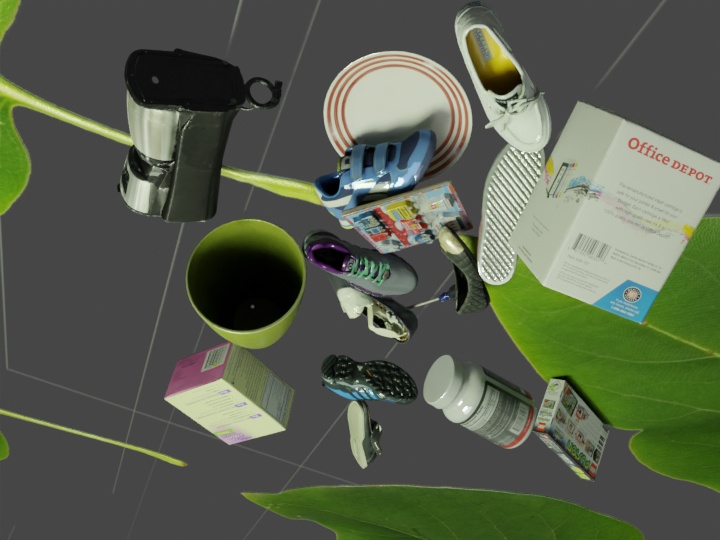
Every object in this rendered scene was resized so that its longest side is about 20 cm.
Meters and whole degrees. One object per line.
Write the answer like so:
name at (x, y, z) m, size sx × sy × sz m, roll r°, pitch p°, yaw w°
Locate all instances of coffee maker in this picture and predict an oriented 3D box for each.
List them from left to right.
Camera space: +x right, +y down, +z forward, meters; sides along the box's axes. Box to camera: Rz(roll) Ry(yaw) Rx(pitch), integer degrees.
coffee maker at (-0.220, -0.165, 0.873) m, size 0.187 × 0.137 × 0.202 m, roll 17°, pitch 139°, yaw -8°

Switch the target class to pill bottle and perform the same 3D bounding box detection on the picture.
pill bottle at (0.222, 0.242, 1.233) m, size 0.197 × 0.118 × 0.116 m, roll 29°, pitch 135°, yaw -19°

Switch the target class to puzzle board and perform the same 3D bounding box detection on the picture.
puzzle board at (0.073, -0.066, 0.920) m, size 0.147 × 0.018 × 0.200 m, roll -14°, pitch 164°, yaw 15°

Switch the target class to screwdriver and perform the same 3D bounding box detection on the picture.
screwdriver at (0.122, 0.055, 1.117) m, size 0.197 × 0.030 × 0.028 m, roll -25°, pitch 145°, yaw 33°

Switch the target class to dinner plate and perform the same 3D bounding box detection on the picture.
dinner plate at (0.049, -0.198, 0.863) m, size 0.194 × 0.025 × 0.203 m, roll 6°, pitch 137°, yaw 5°

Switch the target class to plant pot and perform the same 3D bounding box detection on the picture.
plant pot at (-0.175, 0.050, 1.082) m, size 0.181 × 0.192 × 0.201 m, roll 9°, pitch 153°, yaw 2°

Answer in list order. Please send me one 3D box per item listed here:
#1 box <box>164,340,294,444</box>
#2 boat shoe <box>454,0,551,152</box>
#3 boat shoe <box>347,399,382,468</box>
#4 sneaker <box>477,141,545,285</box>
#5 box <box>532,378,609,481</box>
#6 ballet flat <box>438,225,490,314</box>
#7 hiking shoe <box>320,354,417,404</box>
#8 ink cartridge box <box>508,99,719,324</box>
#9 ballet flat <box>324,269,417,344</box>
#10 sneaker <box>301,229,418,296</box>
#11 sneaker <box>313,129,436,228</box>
box at (-0.267, 0.256, 1.368) m, size 0.173 × 0.098 × 0.200 m, roll -21°, pitch 128°, yaw 31°
boat shoe at (0.171, -0.207, 0.768) m, size 0.073 × 0.087 × 0.204 m, roll -20°, pitch 125°, yaw 23°
boat shoe at (0.013, 0.348, 1.446) m, size 0.066 × 0.072 × 0.204 m, roll -22°, pitch 133°, yaw -18°
sneaker at (0.205, -0.091, 0.921) m, size 0.073 × 0.105 × 0.206 m, roll 13°, pitch 109°, yaw 9°
box at (0.408, 0.307, 1.266) m, size 0.034 × 0.112 × 0.200 m, roll 0°, pitch 143°, yaw 49°
ballet flat at (0.149, 0.007, 0.978) m, size 0.056 × 0.067 × 0.201 m, roll -29°, pitch 138°, yaw 2°
hiking shoe at (0.018, 0.220, 1.297) m, size 0.195 × 0.076 × 0.088 m, roll 16°, pitch 147°, yaw 10°
ink cartridge box at (0.300, -0.075, 0.797) m, size 0.144 × 0.145 × 0.204 m, roll 20°, pitch 109°, yaw -12°
ballet flat at (0.016, 0.060, 1.106) m, size 0.198 × 0.074 × 0.073 m, roll 36°, pitch 133°, yaw -19°
sneaker at (0.000, 0.000, 1.025) m, size 0.195 × 0.088 × 0.076 m, roll 18°, pitch 100°, yaw -8°
sneaker at (0.016, -0.129, 0.874) m, size 0.082 × 0.075 × 0.198 m, roll 38°, pitch 131°, yaw -25°
